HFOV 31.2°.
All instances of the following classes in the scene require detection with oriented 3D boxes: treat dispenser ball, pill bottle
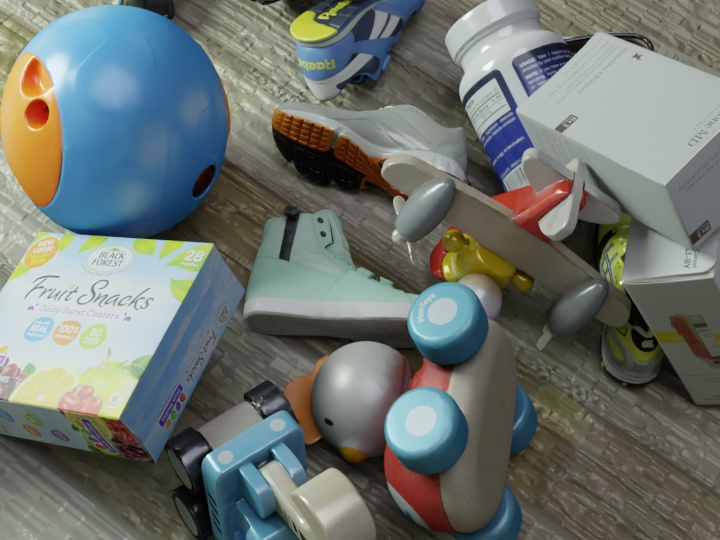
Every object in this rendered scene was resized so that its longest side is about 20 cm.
[{"bbox_3d":[-0.213,-0.127,1.125,0.197,0.202,0.203,4,59,-6],"label":"treat dispenser ball"},{"bbox_3d":[0.163,-0.153,1.222,0.114,0.116,0.202,-21,79,-20],"label":"pill bottle"}]

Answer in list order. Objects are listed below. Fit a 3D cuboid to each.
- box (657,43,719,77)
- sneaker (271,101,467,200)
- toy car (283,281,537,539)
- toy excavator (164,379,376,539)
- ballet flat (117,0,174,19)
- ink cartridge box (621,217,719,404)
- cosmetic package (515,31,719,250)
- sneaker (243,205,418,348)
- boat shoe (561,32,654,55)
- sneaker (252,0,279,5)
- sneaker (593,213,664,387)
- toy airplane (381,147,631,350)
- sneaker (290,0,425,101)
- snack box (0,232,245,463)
[{"bbox_3d":[0.360,-0.128,1.275,0.198,0.095,0.078,28,60,10],"label":"box"},{"bbox_3d":[0.012,-0.126,1.242,0.197,0.076,0.093,20,50,-5],"label":"sneaker"},{"bbox_3d":[0.023,0.124,1.059,0.197,0.185,0.179,-2,56,25],"label":"toy car"},{"bbox_3d":[-0.056,0.172,0.963,0.099,0.196,0.200,-29,53,-24],"label":"toy excavator"},{"bbox_3d":[-0.207,-0.341,1.339,0.067,0.068,0.203,10,68,-14],"label":"ballet flat"},{"bbox_3d":[0.305,0.003,1.121,0.082,0.200,0.147,-6,52,32],"label":"ink cartridge box"},{"bbox_3d":[0.234,-0.111,1.058,0.113,0.081,0.200,-43,36,-9],"label":"cosmetic package"},{"bbox_3d":[0.000,0.000,1.152,0.197,0.074,0.120,7,65,-1],"label":"sneaker"},{"bbox_3d":[0.205,-0.205,1.315,0.197,0.061,0.075,-4,62,-11],"label":"boat shoe"},{"bbox_3d":[-0.066,-0.293,1.281,0.114,0.200,0.076,-18,103,4],"label":"sneaker"},{"bbox_3d":[0.260,0.004,1.190,0.074,0.077,0.203,4,59,-5],"label":"sneaker"},{"bbox_3d":[0.125,-0.017,1.092,0.198,0.200,0.143,17,68,25],"label":"toy airplane"},{"bbox_3d":[0.001,-0.239,1.305,0.073,0.083,0.200,12,35,35],"label":"sneaker"},{"bbox_3d":[-0.216,0.056,1.044,0.197,0.068,0.170,6,54,31],"label":"snack box"}]
